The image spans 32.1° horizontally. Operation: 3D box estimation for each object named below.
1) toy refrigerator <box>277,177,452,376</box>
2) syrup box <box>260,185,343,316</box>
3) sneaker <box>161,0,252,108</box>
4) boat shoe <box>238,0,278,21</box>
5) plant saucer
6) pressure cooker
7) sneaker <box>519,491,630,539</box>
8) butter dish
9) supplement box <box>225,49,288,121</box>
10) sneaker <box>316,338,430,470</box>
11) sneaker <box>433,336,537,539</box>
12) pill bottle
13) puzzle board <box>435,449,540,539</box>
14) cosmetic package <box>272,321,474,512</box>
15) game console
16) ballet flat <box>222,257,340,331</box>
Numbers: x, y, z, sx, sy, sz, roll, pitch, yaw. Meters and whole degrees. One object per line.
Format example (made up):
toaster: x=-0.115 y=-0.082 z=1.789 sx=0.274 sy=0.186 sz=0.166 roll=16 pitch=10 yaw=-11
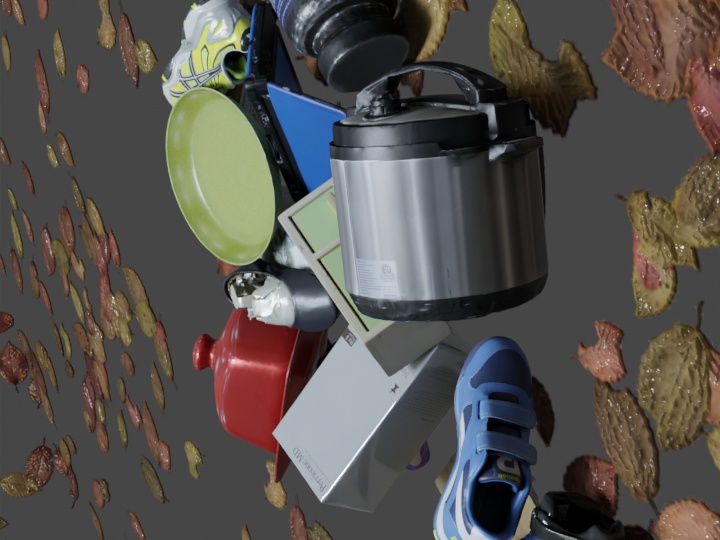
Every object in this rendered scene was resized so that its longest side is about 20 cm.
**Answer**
toy refrigerator: x=0.000 y=0.000 z=1.194 sx=0.200 sy=0.076 sz=0.070 roll=55 pitch=180 yaw=43
syrup box: x=-0.055 y=-0.025 z=1.392 sx=0.200 sy=0.081 sz=0.079 roll=32 pitch=134 yaw=51
sneaker: x=-0.163 y=-0.219 z=1.369 sx=0.076 sy=0.075 sz=0.200 roll=48 pitch=151 yaw=11
boat shoe: x=-0.098 y=-0.317 z=1.337 sx=0.072 sy=0.076 sz=0.200 roll=64 pitch=161 yaw=12
plant saucer: x=-0.145 y=-0.105 z=1.374 sx=0.200 sy=0.031 sz=0.200 roll=25 pitch=125 yaw=42
pressure cooker: x=0.064 y=-0.071 z=1.025 sx=0.179 sy=0.176 sz=0.200 roll=-69 pitch=-28 yaw=-77
sneaker: x=0.165 y=0.243 z=1.108 sx=0.200 sy=0.077 sz=0.111 roll=11 pitch=101 yaw=61
butter dish: x=-0.121 y=0.107 z=1.449 sx=0.200 sy=0.148 sz=0.200 roll=-73 pitch=-7 yaw=-49
supplement box: x=-0.141 y=-0.196 z=1.483 sx=0.067 sy=0.069 sz=0.200 roll=54 pitch=145 yaw=30
sneaker: x=0.015 y=0.145 z=1.362 sx=0.083 sy=0.081 sz=0.200 roll=57 pitch=-178 yaw=-43
sneaker: x=0.121 y=0.155 z=1.102 sx=0.082 sy=0.074 sz=0.200 roll=150 pitch=131 yaw=-71
pill bottle: x=-0.033 y=-0.273 z=1.182 sx=0.200 sy=0.112 sz=0.112 roll=64 pitch=152 yaw=20
puzzle board: x=0.149 y=0.259 z=1.231 sx=0.200 sy=0.017 sz=0.151 roll=60 pitch=149 yaw=24
cosmetic package: x=0.015 y=0.127 z=1.237 sx=0.200 sy=0.081 sz=0.113 roll=-55 pitch=46 yaw=11
game console: x=-0.036 y=-0.155 z=1.278 sx=0.200 sy=0.118 sz=0.171 roll=70 pitch=-161 yaw=-55
ballet flat: x=-0.093 y=0.030 z=1.332 sx=0.200 sy=0.073 sz=0.073 roll=19 pitch=120 yaw=59
